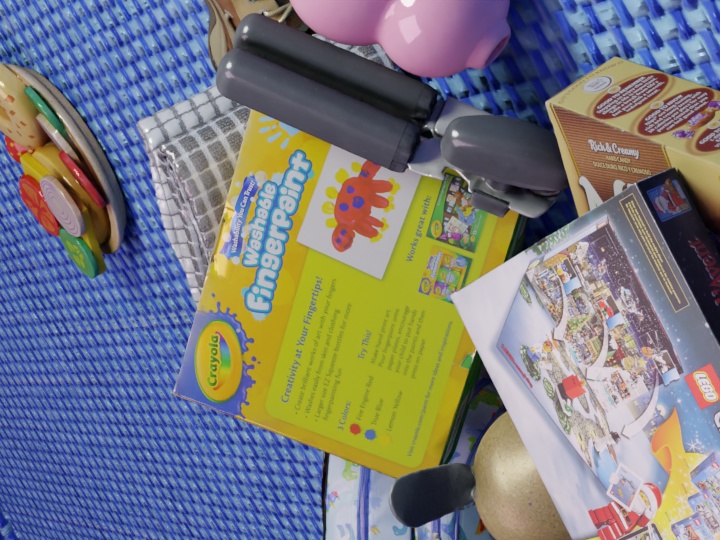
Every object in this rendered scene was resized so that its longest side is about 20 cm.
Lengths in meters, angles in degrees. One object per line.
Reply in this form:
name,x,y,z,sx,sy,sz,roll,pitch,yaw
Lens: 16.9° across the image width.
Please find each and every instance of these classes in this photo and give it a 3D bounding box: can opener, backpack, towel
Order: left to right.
towel,-0.033,-0.033,1.508,0.086,0.165,0.201,38,152,52
can opener,0.022,-0.089,1.294,0.199,0.054,0.067,23,149,1
backpack,0.038,0.154,1.566,0.153,0.163,0.202,-8,100,31

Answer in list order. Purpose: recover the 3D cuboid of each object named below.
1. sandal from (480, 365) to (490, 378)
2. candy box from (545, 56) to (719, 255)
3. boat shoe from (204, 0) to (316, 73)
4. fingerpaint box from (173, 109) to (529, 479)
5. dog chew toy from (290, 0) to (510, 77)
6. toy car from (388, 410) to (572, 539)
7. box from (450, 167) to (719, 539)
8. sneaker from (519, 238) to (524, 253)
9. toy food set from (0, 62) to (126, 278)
sandal,0.070,0.090,1.641,0.079,0.059,0.208,25,126,26
candy box,0.183,-0.026,1.202,0.199,0.056,0.117,26,142,51
boat shoe,-0.058,-0.174,1.509,0.074,0.076,0.201,38,162,28
fingerpaint box,0.000,0.000,1.396,0.166,0.073,0.202,19,110,8
dog chew toy,-0.003,-0.180,1.304,0.200,0.125,0.125,40,157,10
toy car,0.117,0.105,1.338,0.165,0.199,0.158,50,159,14
box,0.142,0.070,1.187,0.136,0.038,0.201,-32,82,41
sneaker,0.069,0.026,1.491,0.075,0.087,0.201,14,136,58
toy food set,-0.272,-0.095,2.125,0.198,0.048,0.201,40,154,37
